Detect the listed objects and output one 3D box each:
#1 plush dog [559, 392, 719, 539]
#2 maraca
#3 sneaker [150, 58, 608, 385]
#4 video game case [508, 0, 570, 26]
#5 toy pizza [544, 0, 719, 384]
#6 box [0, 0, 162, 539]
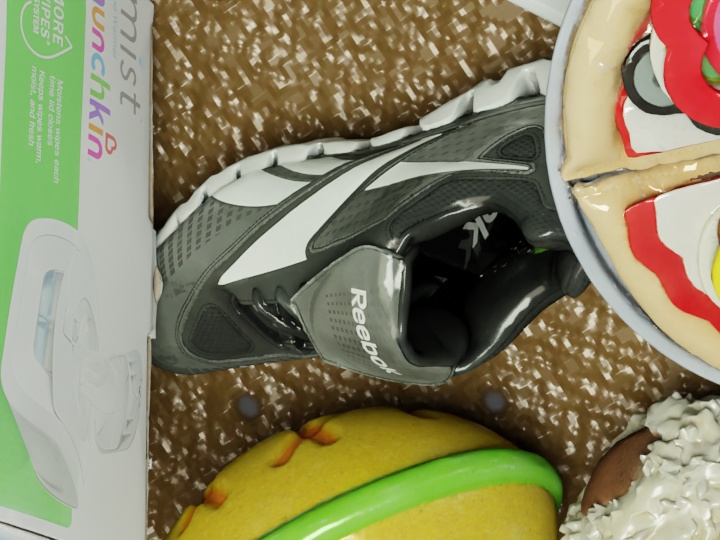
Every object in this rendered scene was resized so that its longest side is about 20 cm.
[{"bbox_3d":[0.149,0.142,0.771,0.160,0.201,0.171,32,152,-27],"label":"plush dog"},{"bbox_3d":[-0.023,0.114,0.851,0.199,0.137,0.107,-32,62,10],"label":"maraca"},{"bbox_3d":[0.000,0.000,0.823,0.199,0.091,0.067,-21,122,27],"label":"sneaker"},{"bbox_3d":[0.137,-0.131,0.764,0.199,0.023,0.183,28,117,14],"label":"video game case"},{"bbox_3d":[0.151,-0.042,0.734,0.199,0.032,0.201,-1,118,-2],"label":"toy pizza"},{"bbox_3d":[-0.161,0.006,0.851,0.176,0.097,0.201,-11,68,27],"label":"box"}]
